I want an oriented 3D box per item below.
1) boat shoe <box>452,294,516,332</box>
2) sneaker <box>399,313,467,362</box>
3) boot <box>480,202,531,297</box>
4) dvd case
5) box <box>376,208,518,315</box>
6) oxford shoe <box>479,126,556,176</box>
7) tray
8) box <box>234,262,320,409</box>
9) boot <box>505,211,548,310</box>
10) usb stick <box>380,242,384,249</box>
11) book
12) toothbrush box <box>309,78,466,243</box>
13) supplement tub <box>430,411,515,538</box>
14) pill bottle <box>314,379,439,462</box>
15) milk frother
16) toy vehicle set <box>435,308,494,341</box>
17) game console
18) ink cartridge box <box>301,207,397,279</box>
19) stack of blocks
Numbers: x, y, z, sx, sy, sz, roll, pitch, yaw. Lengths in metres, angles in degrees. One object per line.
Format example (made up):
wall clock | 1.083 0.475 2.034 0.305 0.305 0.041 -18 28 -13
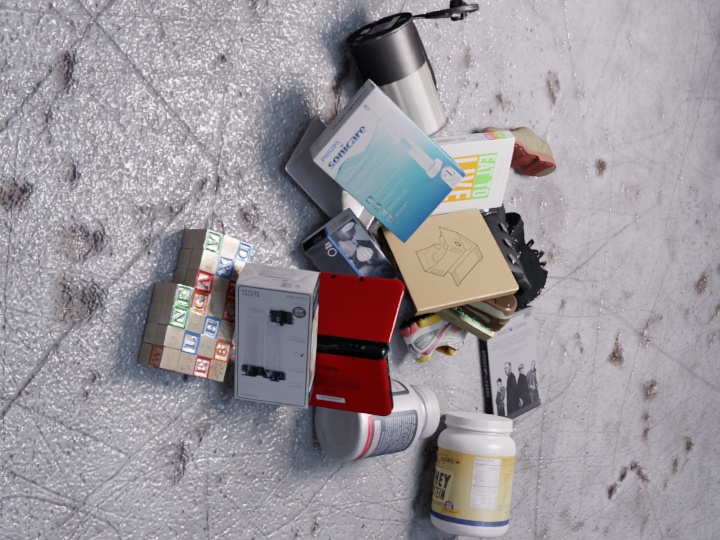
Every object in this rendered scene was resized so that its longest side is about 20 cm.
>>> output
boat shoe | 0.161 0.034 1.757 0.074 0.201 0.076 -36 156 -44
sneaker | 0.155 0.105 1.856 0.198 0.077 0.084 -20 92 -32
boot | 0.214 -0.061 1.834 0.163 0.066 0.203 23 42 -33
dvd case | 0.290 0.183 2.028 0.149 0.024 0.204 -16 103 -42
box | 0.141 -0.018 1.708 0.197 0.021 0.166 -11 63 -27
oxford shoe | 0.288 -0.238 1.983 0.198 0.070 0.076 19 54 -41
tray | -0.043 -0.141 1.690 0.200 0.022 0.109 46 62 -35
box | -0.122 0.096 1.520 0.060 0.114 0.203 -75 170 -60
boot | 0.271 0.008 1.972 0.199 0.073 0.164 -49 129 -27
usb stick | 0.080 -0.081 1.792 0.033 0.055 0.202 80 34 -66
book | 0.152 -0.162 1.746 0.196 0.048 0.135 -9 132 -22
toothbrush box | 0.040 -0.168 1.616 0.199 0.085 0.147 39 99 -18
supplement tub | 0.202 0.360 1.876 0.143 0.143 0.204 8 87 -43
pill bottle | 0.033 0.241 1.723 0.198 0.118 0.122 0 93 -43
milk frother | 0.108 -0.325 1.702 0.180 0.198 0.191 -43 121 -37
toy vehicle set | 0.158 0.021 1.819 0.198 0.026 0.126 29 60 -15
game console | -0.030 0.111 1.610 0.119 0.196 0.175 -50 138 -51
ink cartridge box | 0.000 0.000 1.695 0.099 0.039 0.200 -35 124 9
stack of blocks | -0.233 0.046 1.496 0.114 0.058 0.204 20 79 -43
